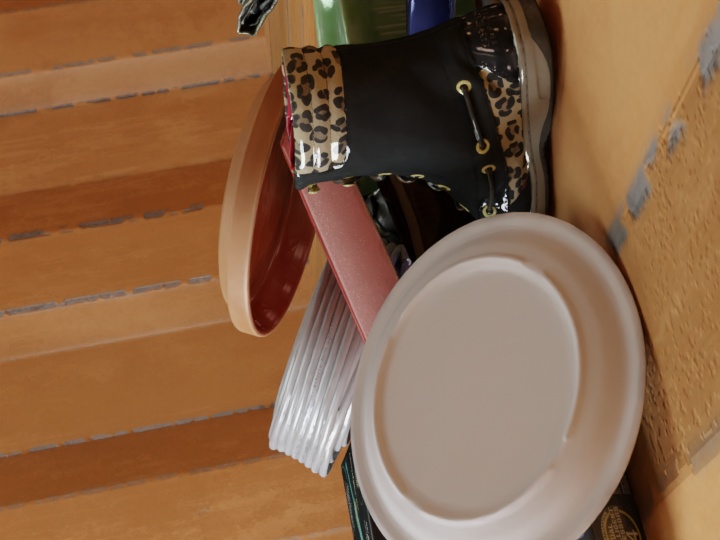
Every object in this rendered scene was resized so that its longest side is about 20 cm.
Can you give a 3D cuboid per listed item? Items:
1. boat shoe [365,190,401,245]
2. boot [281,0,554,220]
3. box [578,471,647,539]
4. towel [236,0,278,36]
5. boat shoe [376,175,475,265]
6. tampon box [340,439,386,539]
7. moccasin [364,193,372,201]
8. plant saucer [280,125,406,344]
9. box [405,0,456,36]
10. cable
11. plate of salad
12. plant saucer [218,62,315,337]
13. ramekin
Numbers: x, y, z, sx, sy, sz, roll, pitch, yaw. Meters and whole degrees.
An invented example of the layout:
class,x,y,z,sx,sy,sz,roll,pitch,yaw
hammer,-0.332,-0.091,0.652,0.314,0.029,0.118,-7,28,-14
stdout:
class,x,y,z,sx,sy,sz,roll,pitch,yaw
boat shoe,0.018,-0.025,1.143,0.072,0.065,0.202,55,143,23
boot,0.033,-0.065,0.751,0.205,0.152,0.074,86,172,-47
box,0.089,0.148,0.734,0.161,0.049,0.202,-40,53,43
towel,-0.030,-0.289,0.892,0.193,0.034,0.202,-45,26,45
boat shoe,0.052,-0.045,0.854,0.075,0.074,0.204,34,147,58
tampon box,0.061,0.213,1.070,0.200,0.125,0.152,103,158,-74
moccasin,-0.001,-0.159,1.174,0.068,0.080,0.202,40,-122,-56
plant saucer,0.000,0.000,0.864,0.200,0.036,0.202,72,175,-72
box,0.045,-0.221,0.783,0.122,0.032,0.202,89,-178,-53
cable,-0.018,0.067,1.055,0.201,0.068,0.201,106,-175,-47
plate of salad,0.073,0.068,0.685,0.048,0.199,0.202,23,-137,-43
plant saucer,-0.061,-0.054,0.900,0.200,0.032,0.203,14,-90,-80
ramekin,0.027,-0.162,0.935,0.200,0.096,0.203,170,90,-84
